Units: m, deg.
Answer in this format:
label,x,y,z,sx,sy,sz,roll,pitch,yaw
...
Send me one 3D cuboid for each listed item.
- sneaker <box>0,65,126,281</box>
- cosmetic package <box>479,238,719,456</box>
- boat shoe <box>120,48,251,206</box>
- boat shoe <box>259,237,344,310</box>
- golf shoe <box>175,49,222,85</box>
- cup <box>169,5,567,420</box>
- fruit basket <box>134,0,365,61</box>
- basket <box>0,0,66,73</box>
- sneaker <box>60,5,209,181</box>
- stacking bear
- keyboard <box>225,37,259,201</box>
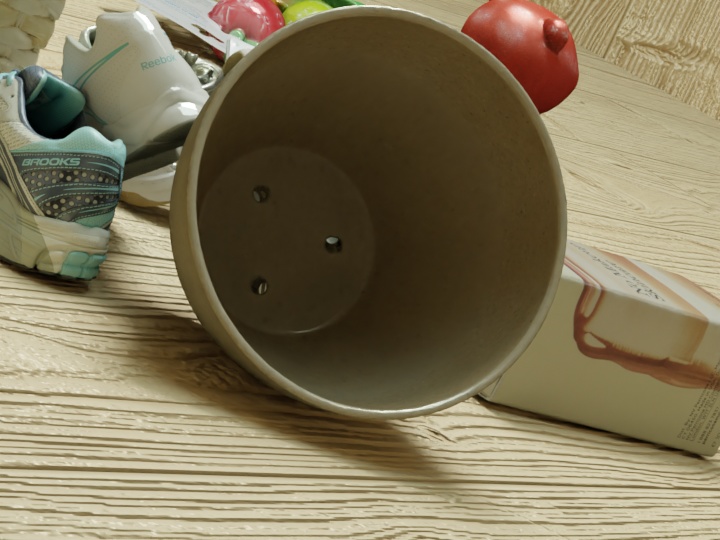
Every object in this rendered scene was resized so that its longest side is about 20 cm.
label,x,y,z,sx,sy,sz,roll,pitch,yaw
sneaker,-0.180,-0.070,1.424,0.077,0.087,0.200,14,16,-45
cosmetic package,0.135,0.037,1.616,0.200,0.087,0.103,15,16,-42
boat shoe,-0.059,-0.098,1.624,0.200,0.070,0.071,-21,27,-26
boat shoe,0.000,0.000,1.548,0.064,0.071,0.200,23,18,19
golf shoe,-0.081,-0.078,1.767,0.200,0.078,0.097,28,-7,-14
cup,-0.015,-0.021,1.376,0.200,0.201,0.143,21,-14,-19
fruit basket,-0.086,-0.199,2.276,0.185,0.094,0.200,30,28,22
basket,-0.274,-0.197,1.522,0.200,0.199,0.161,14,18,-49
sneaker,-0.131,-0.090,1.467,0.070,0.080,0.200,-21,-2,-25
stacking bear,0.069,-0.074,1.687,0.114,0.200,0.121,17,14,-35
keyboard,-0.060,-0.072,1.677,0.056,0.011,0.200,17,40,-15
